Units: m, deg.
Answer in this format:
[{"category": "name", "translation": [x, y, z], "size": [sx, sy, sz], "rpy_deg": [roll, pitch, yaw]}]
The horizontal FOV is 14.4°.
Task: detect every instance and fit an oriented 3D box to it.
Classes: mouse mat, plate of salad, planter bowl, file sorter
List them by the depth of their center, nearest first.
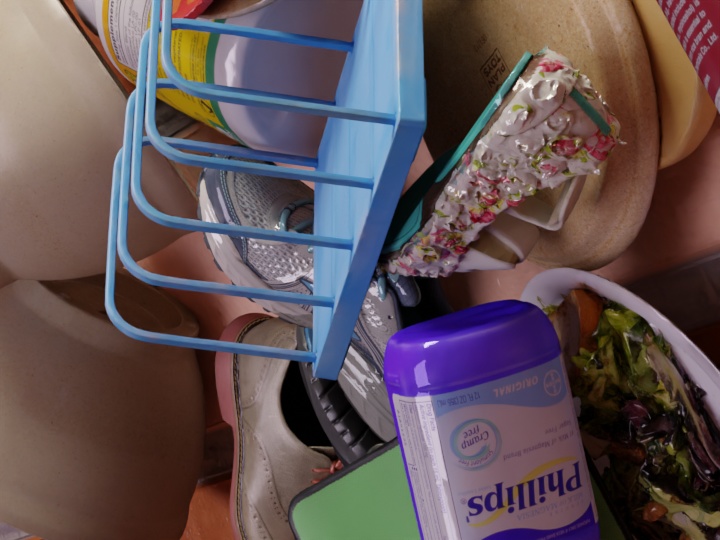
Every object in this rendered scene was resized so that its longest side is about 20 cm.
[{"category": "plate of salad", "translation": [0.136, 0.088, 1.355], "size": [0.200, 0.048, 0.201], "rpy_deg": [43, 154, 26]}, {"category": "file sorter", "translation": [-0.049, -0.067, 1.366], "size": [0.201, 0.122, 0.140], "rpy_deg": [108, 166, -51]}, {"category": "mouse mat", "translation": [0.058, 0.151, 1.406], "size": [0.200, 0.008, 0.162], "rpy_deg": [-32, 83, 40]}, {"category": "planter bowl", "translation": [-0.199, -0.073, 1.698], "size": [0.201, 0.134, 0.200], "rpy_deg": [54, 179, 2]}, {"category": "planter bowl", "translation": [-0.181, 0.071, 1.808], "size": [0.200, 0.199, 0.135], "rpy_deg": [38, 111, 44]}]

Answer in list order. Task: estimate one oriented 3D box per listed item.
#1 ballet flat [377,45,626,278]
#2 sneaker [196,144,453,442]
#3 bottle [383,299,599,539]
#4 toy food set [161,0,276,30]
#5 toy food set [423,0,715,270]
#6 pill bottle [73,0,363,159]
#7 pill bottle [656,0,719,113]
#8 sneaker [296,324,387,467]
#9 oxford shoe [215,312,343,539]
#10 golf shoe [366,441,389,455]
[{"category": "ballet flat", "translation": [0.061, -0.033, 1.308], "size": [0.064, 0.076, 0.200], "rpy_deg": [35, 154, -4]}, {"category": "sneaker", "translation": [0.000, 0.000, 1.526], "size": [0.200, 0.078, 0.086], "rpy_deg": [45, 140, -8]}, {"category": "bottle", "translation": [0.069, 0.118, 1.326], "size": [0.065, 0.083, 0.201], "rpy_deg": [-168, 65, -68]}, {"category": "toy food set", "translation": [-0.054, -0.218, 1.448], "size": [0.198, 0.048, 0.200], "rpy_deg": [-54, 43, 15]}, {"category": "toy food set", "translation": [0.085, -0.099, 1.358], "size": [0.198, 0.048, 0.201], "rpy_deg": [54, 147, 28]}, {"category": "pill bottle", "translation": [-0.076, -0.138, 1.559], "size": [0.200, 0.112, 0.114], "rpy_deg": [30, 131, 50]}, {"category": "pill bottle", "translation": [0.164, -0.141, 1.146], "size": [0.201, 0.112, 0.113], "rpy_deg": [62, 150, 16]}, {"category": "sneaker", "translation": [0.013, 0.108, 1.591], "size": [0.201, 0.073, 0.082], "rpy_deg": [64, 152, 15]}, {"category": "oxford shoe", "translation": [-0.034, 0.125, 1.688], "size": [0.075, 0.070, 0.201], "rpy_deg": [0, 108, 54]}, {"category": "golf shoe", "translation": [0.082, 0.116, 1.457], "size": [0.200, 0.088, 0.078], "rpy_deg": [19, 121, 57]}]
